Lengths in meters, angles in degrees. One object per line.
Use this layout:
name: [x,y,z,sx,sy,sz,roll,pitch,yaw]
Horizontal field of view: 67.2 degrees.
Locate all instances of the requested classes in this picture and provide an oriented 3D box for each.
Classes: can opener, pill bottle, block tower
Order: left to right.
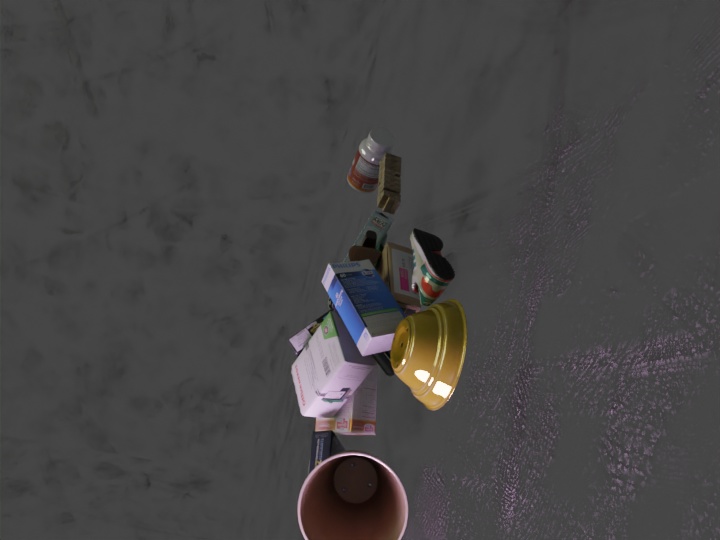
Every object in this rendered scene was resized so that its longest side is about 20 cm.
can opener: [0.018,0.133,1.150,0.053,0.200,0.066,-37,-5,-14]
pill bottle: [0.036,-0.355,1.756,0.200,0.112,0.112,119,161,-48]
block tower: [0.084,-0.258,1.569,0.058,0.054,0.200,119,160,-47]

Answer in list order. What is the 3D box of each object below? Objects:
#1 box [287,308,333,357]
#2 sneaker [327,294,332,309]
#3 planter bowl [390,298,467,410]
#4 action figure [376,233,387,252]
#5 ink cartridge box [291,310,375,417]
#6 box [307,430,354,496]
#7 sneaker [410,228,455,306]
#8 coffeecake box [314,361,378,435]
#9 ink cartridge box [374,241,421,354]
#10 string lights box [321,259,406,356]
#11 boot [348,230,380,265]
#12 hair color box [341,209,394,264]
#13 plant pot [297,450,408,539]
box: [-0.074,0.162,1.381,0.050,0.198,0.200,54,171,21]
sneaker: [-0.054,0.068,1.552,0.083,0.072,0.200,-40,11,34]
planter bowl: [0.106,0.139,0.960,0.200,0.083,0.201,-165,90,-78]
action figure: [0.051,-0.012,1.442,0.200,0.055,0.118,132,149,-71]
ink cartridge box: [-0.067,0.215,1.219,0.200,0.084,0.146,-55,37,31]
box: [-0.061,0.467,1.188,0.200,0.051,0.158,69,-161,-44]
sneaker: [0.123,-0.007,1.073,0.200,0.070,0.093,-102,35,-58]
coffeecake box: [-0.032,0.285,1.286,0.153,0.073,0.200,-21,59,51]
ink cartridge box: [0.067,0.063,1.236,0.200,0.075,0.165,-89,20,-49]
string lights box: [0.011,0.068,1.089,0.200,0.103,0.059,58,140,36]
boot: [0.000,0.000,1.308,0.200,0.070,0.146,-65,-7,-55]
hair color box: [0.014,-0.065,1.481,0.200,0.061,0.099,-58,-1,10]
plant pot: [-0.012,0.417,1.012,0.200,0.187,0.188,86,-163,-82]
